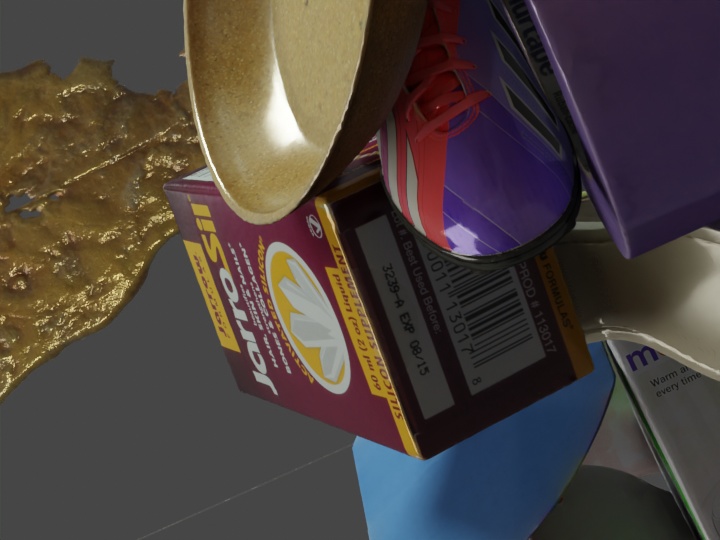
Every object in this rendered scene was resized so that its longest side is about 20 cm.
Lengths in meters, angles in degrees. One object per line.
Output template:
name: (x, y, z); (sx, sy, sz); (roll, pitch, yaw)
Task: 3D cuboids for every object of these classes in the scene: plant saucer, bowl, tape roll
plant saucer: (-0.017, -0.116, 0.675); (0.200, 0.035, 0.201); (-178, 90, -68)
bowl: (0.151, 0.196, 0.896); (0.200, 0.074, 0.200); (60, -174, -34)
tape roll: (0.091, -0.111, 0.671); (0.200, 0.085, 0.201); (-25, -90, -86)

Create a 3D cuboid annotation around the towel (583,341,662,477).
towel: (0.120, 0.019, 1.034); (0.032, 0.190, 0.201); (-32, 70, 62)

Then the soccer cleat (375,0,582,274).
soccer cleat: (0.026, -0.081, 0.683); (0.200, 0.068, 0.073); (-105, -8, -47)

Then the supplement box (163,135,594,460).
supplement box: (0.000, 0.000, 0.806); (0.200, 0.085, 0.111); (10, 122, 66)

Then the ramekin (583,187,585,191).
ramekin: (0.115, -0.093, 0.926); (0.202, 0.094, 0.203); (-24, -90, -86)

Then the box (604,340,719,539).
box: (0.195, 0.095, 0.884); (0.177, 0.096, 0.200); (66, -175, 25)

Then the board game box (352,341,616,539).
board game box: (0.067, 0.080, 0.904); (0.039, 0.158, 0.200); (34, -159, -25)

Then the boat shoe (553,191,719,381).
boat shoe: (0.129, 0.000, 0.757); (0.200, 0.059, 0.072); (3, 118, 52)
